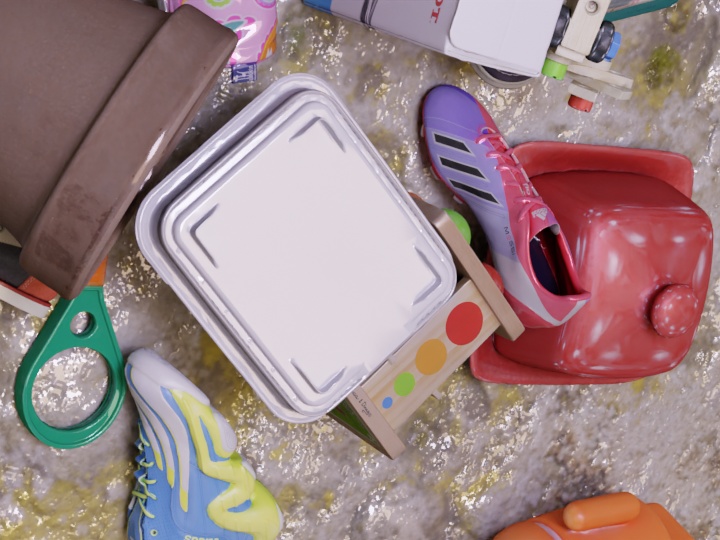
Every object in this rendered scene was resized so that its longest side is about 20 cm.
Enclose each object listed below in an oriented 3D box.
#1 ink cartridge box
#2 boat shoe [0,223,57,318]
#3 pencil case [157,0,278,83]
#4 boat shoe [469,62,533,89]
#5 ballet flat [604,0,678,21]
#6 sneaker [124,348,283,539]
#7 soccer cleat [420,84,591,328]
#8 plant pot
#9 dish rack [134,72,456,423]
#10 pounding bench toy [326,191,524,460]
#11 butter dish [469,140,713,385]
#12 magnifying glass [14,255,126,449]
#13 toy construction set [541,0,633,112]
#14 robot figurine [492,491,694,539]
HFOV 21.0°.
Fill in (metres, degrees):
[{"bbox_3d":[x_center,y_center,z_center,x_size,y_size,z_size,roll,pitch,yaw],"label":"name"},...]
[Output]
[{"bbox_3d":[0.057,-0.225,1.313,0.086,0.200,0.147,12,100,-34],"label":"ink cartridge box"},{"bbox_3d":[-0.266,-0.035,1.254,0.200,0.071,0.063,32,90,-38],"label":"boat shoe"},{"bbox_3d":[-0.103,-0.229,1.282,0.087,0.087,0.201,-16,116,-27],"label":"pencil case"},{"bbox_3d":[0.104,-0.232,1.382,0.072,0.065,0.201,3,81,-12],"label":"boat shoe"},{"bbox_3d":[0.154,-0.212,1.468,0.199,0.076,0.064,-17,83,-25],"label":"ballet flat"},{"bbox_3d":[-0.134,0.152,1.399,0.105,0.076,0.200,-41,124,-13],"label":"sneaker"},{"bbox_3d":[0.110,-0.052,1.442,0.067,0.076,0.201,-21,87,-34],"label":"soccer cleat"},{"bbox_3d":[-0.199,-0.107,1.204,0.174,0.200,0.201,31,88,-6],"label":"plant pot"},{"bbox_3d":[-0.033,-0.011,1.291,0.172,0.044,0.200,-43,111,-14],"label":"dish rack"},{"bbox_3d":[0.000,0.000,1.400,0.156,0.124,0.200,-44,123,-12],"label":"pounding bench toy"},{"bbox_3d":[0.206,0.012,1.520,0.199,0.148,0.201,2,105,-32],"label":"butter dish"},{"bbox_3d":[-0.195,0.028,1.354,0.079,0.022,0.201,1,107,-32],"label":"magnifying glass"},{"bbox_3d":[0.158,-0.204,1.331,0.092,0.131,0.201,4,107,-7],"label":"toy construction set"},{"bbox_3d":[0.182,0.254,1.607,0.199,0.144,0.117,-11,77,-29],"label":"robot figurine"}]
